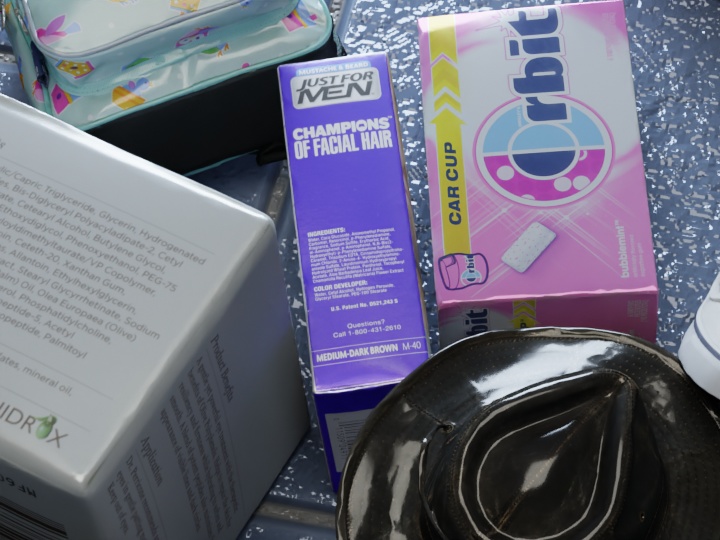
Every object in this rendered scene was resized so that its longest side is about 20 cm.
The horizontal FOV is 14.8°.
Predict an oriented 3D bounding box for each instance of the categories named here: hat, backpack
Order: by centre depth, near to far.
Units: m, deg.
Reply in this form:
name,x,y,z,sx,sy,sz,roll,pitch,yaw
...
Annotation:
name,x,y,z,sx,sy,sz,roll,pitch,yaw
hat,0.087,0.092,1.268,0.201,0.081,0.201,1,60,-2
backpack,-0.114,-0.158,1.516,0.176,0.153,0.200,-22,51,-2

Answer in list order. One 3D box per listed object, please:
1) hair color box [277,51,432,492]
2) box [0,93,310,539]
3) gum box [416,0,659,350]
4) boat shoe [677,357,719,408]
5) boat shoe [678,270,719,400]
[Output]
name,x,y,z,sx,sy,sz,roll,pitch,yaw
hair color box,0.000,0.000,1.426,0.065,0.109,0.200,-9,58,0
box,-0.153,0.051,1.355,0.200,0.199,0.171,25,63,20
gum box,0.092,-0.052,1.473,0.113,0.066,0.200,-4,57,1
boat shoe,0.161,0.068,1.386,0.200,0.076,0.072,7,59,10
boat shoe,0.206,0.016,1.357,0.072,0.066,0.200,24,20,7
